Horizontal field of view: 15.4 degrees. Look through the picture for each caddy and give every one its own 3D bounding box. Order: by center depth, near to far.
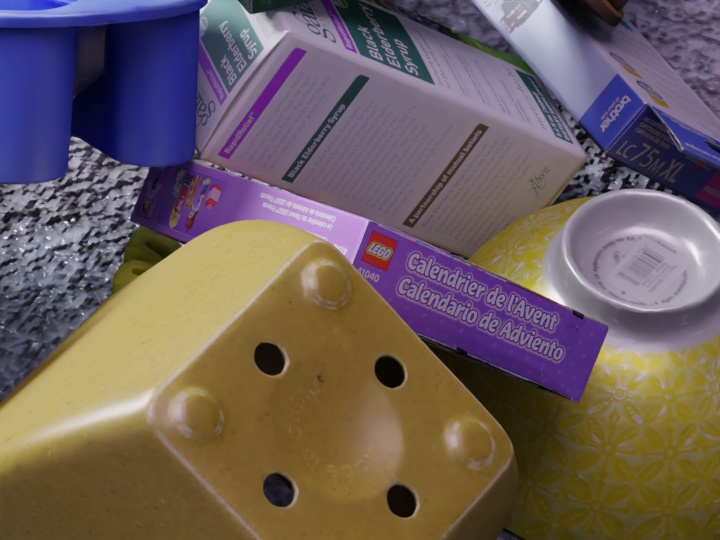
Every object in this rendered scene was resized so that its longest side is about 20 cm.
[{"bbox_3d":[-0.154,-0.107,1.212,0.141,0.106,0.199,-10,17,-33],"label":"caddy"}]

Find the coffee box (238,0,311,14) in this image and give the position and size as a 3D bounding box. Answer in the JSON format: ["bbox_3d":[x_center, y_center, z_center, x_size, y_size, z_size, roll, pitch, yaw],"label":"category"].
[{"bbox_3d":[0.001,-0.189,1.263,0.199,0.044,0.123,-15,49,-32],"label":"coffee box"}]

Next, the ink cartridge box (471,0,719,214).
[{"bbox_3d":[0.131,-0.098,1.372,0.119,0.042,0.200,22,23,-50],"label":"ink cartridge box"}]

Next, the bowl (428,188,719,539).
[{"bbox_3d":[0.128,0.027,1.247,0.198,0.108,0.201,3,45,-3],"label":"bowl"}]

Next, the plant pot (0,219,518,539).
[{"bbox_3d":[-0.050,0.095,1.053,0.194,0.200,0.196,47,53,-2],"label":"plant pot"}]

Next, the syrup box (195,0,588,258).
[{"bbox_3d":[0.006,-0.079,1.289,0.199,0.082,0.079,21,28,-39],"label":"syrup box"}]

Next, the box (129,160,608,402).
[{"bbox_3d":[0.000,0.000,1.190,0.136,0.039,0.200,23,-1,-33],"label":"box"}]

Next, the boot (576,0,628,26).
[{"bbox_3d":[0.127,-0.179,1.380,0.074,0.075,0.200,43,17,-4],"label":"boot"}]

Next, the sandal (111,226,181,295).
[{"bbox_3d":[-0.085,0.060,1.221,0.086,0.080,0.201,12,47,2],"label":"sandal"}]
